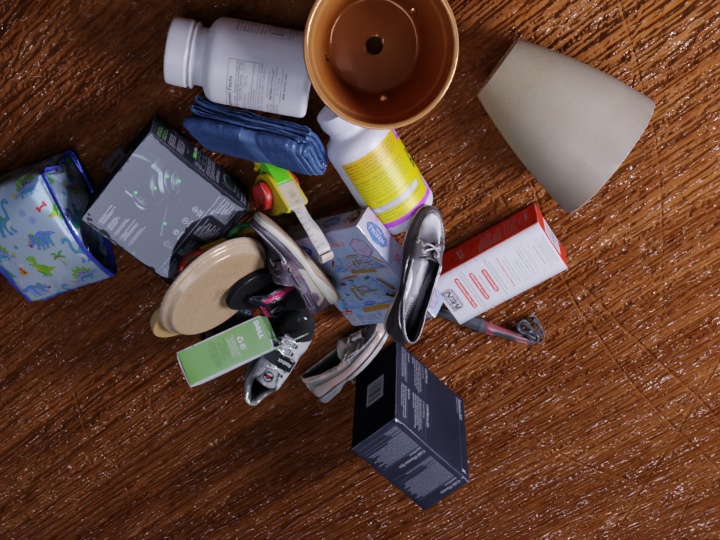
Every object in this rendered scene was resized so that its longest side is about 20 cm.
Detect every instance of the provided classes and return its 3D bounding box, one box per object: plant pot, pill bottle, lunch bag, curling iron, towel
[{"bbox_3d":[0.022,-0.294,1.274,0.195,0.140,0.205,-1,104,-3],"label":"plant pot"},{"bbox_3d":[0.018,-0.157,1.412,0.103,0.105,0.201,-24,120,19],"label":"pill bottle"},{"bbox_3d":[-0.485,-0.060,1.502,0.167,0.128,0.203,-15,111,19],"label":"lunch bag"},{"bbox_3d":[0.210,0.084,1.612,0.195,0.026,0.051,12,104,2],"label":"curling iron"},{"bbox_3d":[0.263,-0.216,1.324,0.199,0.188,0.188,37,121,-4],"label":"plant pot"},{"bbox_3d":[-0.146,-0.189,1.388,0.196,0.049,0.112,15,167,16],"label":"towel"},{"bbox_3d":[-0.164,-0.283,1.334,0.195,0.115,0.116,10,125,-3],"label":"pill bottle"}]

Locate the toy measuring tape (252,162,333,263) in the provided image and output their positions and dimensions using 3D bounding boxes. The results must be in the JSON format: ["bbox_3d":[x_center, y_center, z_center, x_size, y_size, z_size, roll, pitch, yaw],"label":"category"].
[{"bbox_3d":[-0.107,-0.087,1.455,0.073,0.073,0.202,-38,76,27],"label":"toy measuring tape"}]

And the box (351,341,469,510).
[{"bbox_3d":[0.084,0.257,1.631,0.104,0.202,0.182,-38,114,25],"label":"box"}]

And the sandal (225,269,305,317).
[{"bbox_3d":[-0.126,0.042,1.526,0.198,0.045,0.076,4,130,-51],"label":"sandal"}]

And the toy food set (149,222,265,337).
[{"bbox_3d":[-0.223,0.021,1.468,0.049,0.196,0.202,46,140,23],"label":"toy food set"}]

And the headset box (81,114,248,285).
[{"bbox_3d":[-0.295,-0.104,1.459,0.199,0.093,0.175,37,106,-20],"label":"headset box"}]

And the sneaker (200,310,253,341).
[{"bbox_3d":[-0.217,0.045,1.603,0.086,0.075,0.203,-2,133,-17],"label":"sneaker"}]

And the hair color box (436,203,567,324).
[{"bbox_3d":[0.213,-0.008,1.525,0.198,0.062,0.102,-29,118,21],"label":"hair color box"}]

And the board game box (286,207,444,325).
[{"bbox_3d":[0.000,0.000,1.502,0.198,0.041,0.200,-8,130,49],"label":"board game box"}]

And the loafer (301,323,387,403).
[{"bbox_3d":[-0.029,0.149,1.650,0.062,0.072,0.200,35,123,-11],"label":"loafer"}]

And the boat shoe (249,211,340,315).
[{"bbox_3d":[-0.106,-0.005,1.464,0.065,0.072,0.200,-42,126,0],"label":"boat shoe"}]

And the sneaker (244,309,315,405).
[{"bbox_3d":[-0.138,0.154,1.649,0.073,0.089,0.201,26,121,-12],"label":"sneaker"}]

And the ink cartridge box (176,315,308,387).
[{"bbox_3d":[-0.186,0.117,1.558,0.197,0.104,0.060,-24,86,0],"label":"ink cartridge box"}]

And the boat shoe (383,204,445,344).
[{"bbox_3d":[0.088,0.009,1.402,0.066,0.057,0.204,12,97,-30],"label":"boat shoe"}]
